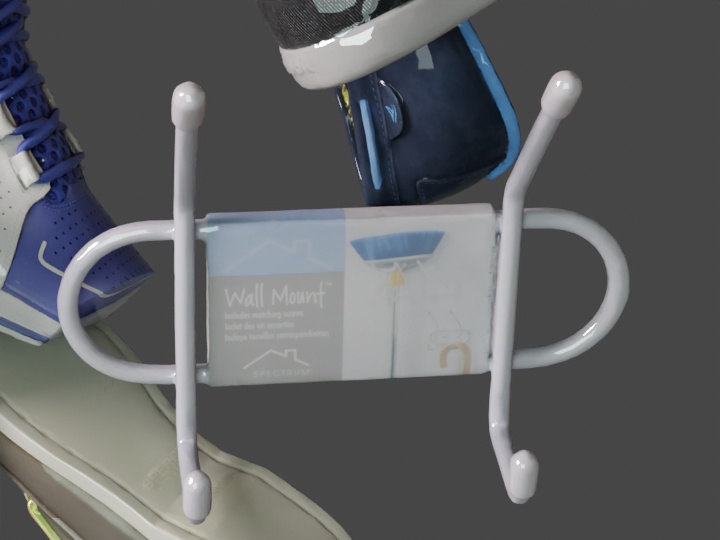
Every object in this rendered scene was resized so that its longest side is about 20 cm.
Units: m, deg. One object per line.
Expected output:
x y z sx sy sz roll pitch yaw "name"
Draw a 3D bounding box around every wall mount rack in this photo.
0.000 0.000 0.790 0.199 0.075 0.174 -3 122 -7 "wall mount rack"

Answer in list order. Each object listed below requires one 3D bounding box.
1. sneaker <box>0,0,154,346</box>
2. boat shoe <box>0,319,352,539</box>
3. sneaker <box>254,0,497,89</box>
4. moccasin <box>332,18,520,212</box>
-0.141 -0.075 0.841 0.199 0.081 0.115 44 108 3 "sneaker"
-0.092 0.074 0.864 0.202 0.072 0.060 38 129 10 "boat shoe"
0.042 -0.151 0.747 0.200 0.073 0.112 -33 108 -17 "sneaker"
-0.015 -0.111 0.804 0.068 0.080 0.200 -28 93 1 "moccasin"
